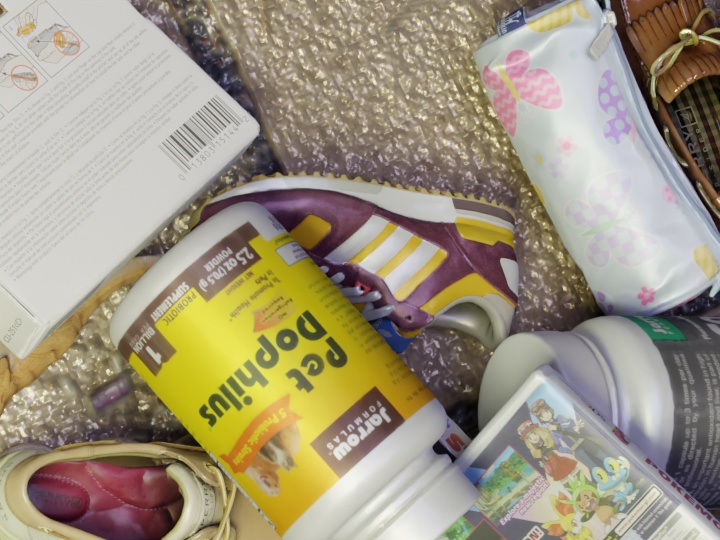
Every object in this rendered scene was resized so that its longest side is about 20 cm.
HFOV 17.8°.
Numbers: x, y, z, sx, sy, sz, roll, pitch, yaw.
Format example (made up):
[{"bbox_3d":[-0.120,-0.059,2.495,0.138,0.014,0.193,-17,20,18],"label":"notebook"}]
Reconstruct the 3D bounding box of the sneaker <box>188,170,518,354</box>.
[{"bbox_3d":[0.000,0.000,1.307,0.199,0.075,0.091,4,74,-19],"label":"sneaker"}]

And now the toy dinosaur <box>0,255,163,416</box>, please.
[{"bbox_3d":[-0.171,0.025,1.258,0.200,0.060,0.106,-43,119,-15],"label":"toy dinosaur"}]

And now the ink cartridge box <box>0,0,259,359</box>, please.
[{"bbox_3d":[-0.176,-0.077,1.237,0.176,0.045,0.200,45,50,0],"label":"ink cartridge box"}]

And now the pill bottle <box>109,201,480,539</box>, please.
[{"bbox_3d":[-0.031,0.069,1.203,0.109,0.109,0.200,-40,84,-22],"label":"pill bottle"}]

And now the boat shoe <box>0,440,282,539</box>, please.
[{"bbox_3d":[-0.100,0.130,1.233,0.199,0.066,0.075,3,80,-21],"label":"boat shoe"}]

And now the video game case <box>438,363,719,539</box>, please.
[{"bbox_3d":[0.102,0.181,1.237,0.182,0.023,0.200,43,112,7],"label":"video game case"}]

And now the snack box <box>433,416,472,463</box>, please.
[{"bbox_3d":[0.008,0.086,1.281,0.200,0.072,0.024,46,39,1],"label":"snack box"}]

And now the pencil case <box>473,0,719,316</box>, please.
[{"bbox_3d":[0.145,-0.068,1.366,0.090,0.083,0.201,-25,92,21],"label":"pencil case"}]

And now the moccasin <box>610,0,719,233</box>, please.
[{"bbox_3d":[0.198,-0.114,1.399,0.073,0.078,0.203,-12,85,-21],"label":"moccasin"}]

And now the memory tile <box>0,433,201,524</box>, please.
[{"bbox_3d":[-0.107,0.166,1.270,0.199,0.017,0.154,-3,82,-22],"label":"memory tile"}]

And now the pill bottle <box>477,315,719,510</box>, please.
[{"bbox_3d":[0.175,0.082,1.324,0.199,0.113,0.114,1,81,-31],"label":"pill bottle"}]
